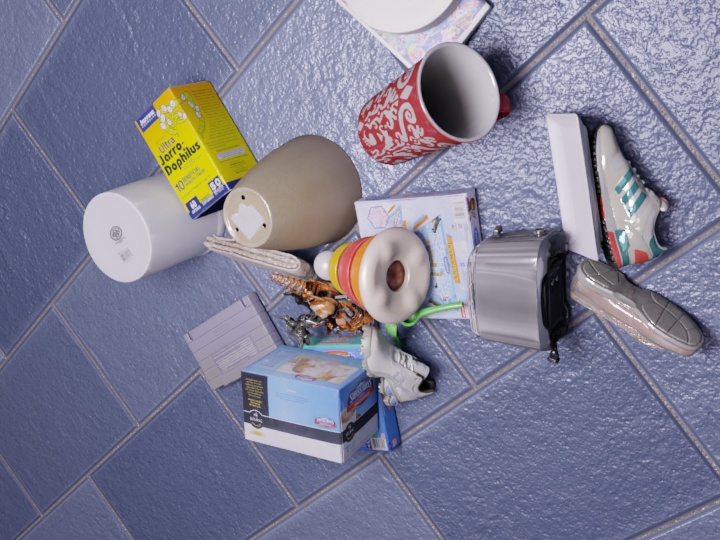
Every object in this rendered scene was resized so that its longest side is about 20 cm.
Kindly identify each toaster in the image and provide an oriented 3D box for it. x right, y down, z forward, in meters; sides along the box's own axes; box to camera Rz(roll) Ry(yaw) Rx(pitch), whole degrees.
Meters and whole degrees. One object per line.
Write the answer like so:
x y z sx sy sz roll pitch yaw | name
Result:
0.235 0.033 1.248 0.128 0.113 0.203 5 111 32 | toaster

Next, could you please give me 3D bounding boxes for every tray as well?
0.303 -0.120 1.177 0.022 0.107 0.203 -13 102 -8 | tray

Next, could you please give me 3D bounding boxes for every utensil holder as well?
-0.366 -0.084 1.500 0.168 0.200 0.172 10 110 27 | utensil holder

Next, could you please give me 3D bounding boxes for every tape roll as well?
0.061 -0.442 1.204 0.200 0.037 0.206 4 102 22 | tape roll

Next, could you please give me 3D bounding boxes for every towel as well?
-0.160 -0.021 1.449 0.198 0.132 0.035 16 86 23 | towel

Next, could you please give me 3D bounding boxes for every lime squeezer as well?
0.082 0.087 1.349 0.070 0.038 0.200 33 141 -10 | lime squeezer

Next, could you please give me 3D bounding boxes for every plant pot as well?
-0.124 -0.107 1.353 0.185 0.200 0.190 10 112 26 | plant pot

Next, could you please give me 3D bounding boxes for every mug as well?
0.103 -0.214 1.206 0.176 0.135 0.199 28 161 -23 | mug

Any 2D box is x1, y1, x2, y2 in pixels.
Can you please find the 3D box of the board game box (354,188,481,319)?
0.099 -0.023 1.346 0.197 0.041 0.203 -1 107 30 | board game box

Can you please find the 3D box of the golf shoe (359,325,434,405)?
0.062 0.149 1.374 0.096 0.079 0.201 -7 144 20 | golf shoe

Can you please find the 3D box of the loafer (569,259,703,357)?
0.389 0.061 1.200 0.199 0.072 0.063 37 138 21 | loafer

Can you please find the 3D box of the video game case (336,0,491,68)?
0.075 -0.392 1.237 0.200 0.018 0.144 44 113 9 | video game case

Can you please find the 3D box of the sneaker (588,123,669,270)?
0.370 -0.106 1.159 0.092 0.070 0.203 -11 93 6 | sneaker

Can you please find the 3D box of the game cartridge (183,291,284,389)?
-0.239 0.138 1.603 0.199 0.038 0.130 -30 94 34 | game cartridge

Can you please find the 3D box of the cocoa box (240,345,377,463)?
-0.085 0.220 1.426 0.198 0.133 0.133 7 108 29 | cocoa box

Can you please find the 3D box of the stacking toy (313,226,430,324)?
0.000 0.000 1.334 0.199 0.145 0.148 8 112 49 | stacking toy

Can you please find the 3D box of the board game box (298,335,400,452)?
-0.020 0.218 1.494 0.150 0.045 0.203 -3 105 31 | board game box

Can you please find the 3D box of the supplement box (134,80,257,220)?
-0.277 -0.209 1.461 0.108 0.109 0.201 -32 89 34 | supplement box

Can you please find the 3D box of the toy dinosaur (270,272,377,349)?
-0.064 0.053 1.416 0.135 0.102 0.200 -25 112 46 | toy dinosaur
